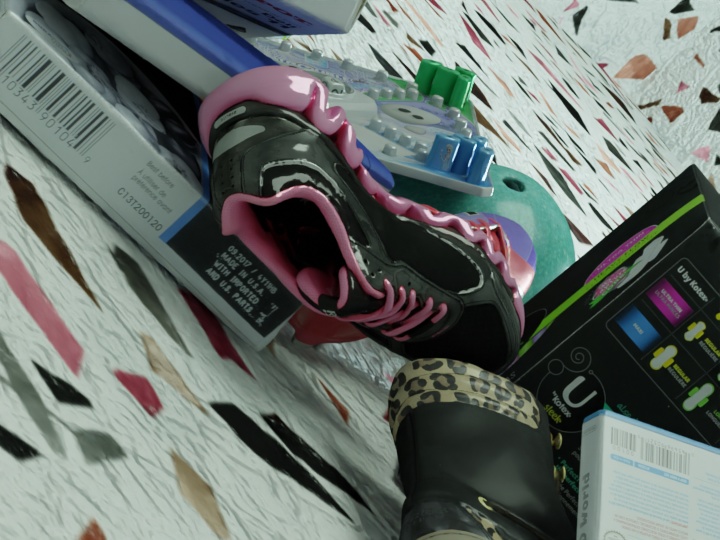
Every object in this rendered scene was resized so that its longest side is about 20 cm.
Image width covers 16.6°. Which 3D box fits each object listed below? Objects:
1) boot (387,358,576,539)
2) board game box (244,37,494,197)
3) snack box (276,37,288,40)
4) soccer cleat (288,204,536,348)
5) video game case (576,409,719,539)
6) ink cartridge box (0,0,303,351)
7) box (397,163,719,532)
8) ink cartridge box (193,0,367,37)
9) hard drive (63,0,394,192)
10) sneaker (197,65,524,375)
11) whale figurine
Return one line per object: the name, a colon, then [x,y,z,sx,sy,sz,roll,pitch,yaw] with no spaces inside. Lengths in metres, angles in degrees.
boot: [0.084,0.136,1.113,0.200,0.073,0.151,35,26,-28]
board game box: [-0.023,-0.107,1.399,0.200,0.026,0.200,16,18,-6]
snack box: [-0.113,-0.252,1.707,0.200,0.053,0.142,50,10,6]
soccer cleat: [0.036,-0.005,1.259,0.200,0.076,0.067,-9,63,-48]
video game case: [0.151,0.171,1.044,0.143,0.018,0.200,20,59,-25]
ink cartridge box: [-0.110,-0.076,1.185,0.198,0.043,0.200,44,11,-22]
box: [0.135,0.065,1.243,0.124,0.200,0.149,48,11,-7]
ink cartridge box: [-0.083,-0.184,1.259,0.146,0.083,0.200,25,-5,-21]
hard drive: [-0.081,-0.109,1.168,0.200,0.025,0.132,34,8,-40]
sneaker: [0.000,0.000,1.114,0.200,0.079,0.095,40,28,-28]
whale figurine: [0.037,-0.035,1.413,0.200,0.104,0.159,42,34,15]
